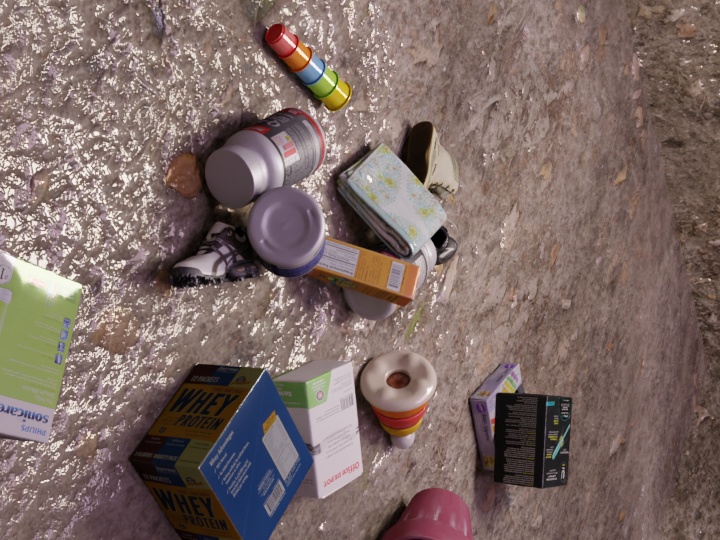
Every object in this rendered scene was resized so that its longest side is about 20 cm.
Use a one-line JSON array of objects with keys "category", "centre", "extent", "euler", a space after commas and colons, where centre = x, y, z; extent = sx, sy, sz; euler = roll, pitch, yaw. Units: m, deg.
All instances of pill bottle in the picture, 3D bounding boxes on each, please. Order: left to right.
[{"category": "pill bottle", "centre": [-0.148, -0.176, 1.706], "extent": [0.200, 0.114, 0.117], "euler": [-38, 121, -52]}, {"category": "pill bottle", "centre": [-0.113, -0.053, 1.698], "extent": [0.200, 0.118, 0.122], "euler": [98, -3, -81]}, {"category": "pill bottle", "centre": [0.059, 0.003, 2.034], "extent": [0.200, 0.115, 0.118], "euler": [-40, 122, -51]}]

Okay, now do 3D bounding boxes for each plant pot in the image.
[{"category": "plant pot", "centre": [0.141, 0.530, 2.106], "extent": [0.180, 0.197, 0.202], "euler": [-66, 142, -57]}]

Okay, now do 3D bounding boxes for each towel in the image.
[{"category": "towel", "centre": [0.062, -0.133, 2.020], "extent": [0.200, 0.048, 0.171], "euler": [48, 42, -2]}]

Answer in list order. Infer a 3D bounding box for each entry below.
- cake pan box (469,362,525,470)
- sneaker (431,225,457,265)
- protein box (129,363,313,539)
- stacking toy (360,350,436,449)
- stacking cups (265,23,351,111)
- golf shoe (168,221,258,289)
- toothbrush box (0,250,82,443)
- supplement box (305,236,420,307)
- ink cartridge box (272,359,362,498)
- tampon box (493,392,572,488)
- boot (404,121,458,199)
[{"category": "cake pan box", "centre": [0.327, 0.336, 2.515], "extent": [0.200, 0.052, 0.187], "euler": [-35, 121, -52]}, {"category": "sneaker", "centre": [0.149, -0.053, 2.206], "extent": [0.199, 0.083, 0.078], "euler": [12, 80, -57]}, {"category": "protein box", "centre": [-0.198, 0.280, 1.604], "extent": [0.199, 0.133, 0.202], "euler": [-57, 135, -40]}, {"category": "stacking toy", "centre": [0.077, 0.266, 2.081], "extent": [0.202, 0.144, 0.147], "euler": [84, 28, -43]}, {"category": "stacking cups", "centre": [-0.093, -0.346, 1.857], "extent": [0.199, 0.060, 0.061], "euler": [34, 61, -48]}, {"category": "golf shoe", "centre": [-0.228, -0.023, 1.627], "extent": [0.200, 0.077, 0.096], "euler": [-12, 95, -67]}, {"category": "toothbrush box", "centre": [-0.429, 0.091, 1.288], "extent": [0.145, 0.085, 0.203], "euler": [29, 65, -54]}, {"category": "supplement box", "centre": [0.000, 0.000, 1.881], "extent": [0.197, 0.067, 0.070], "euler": [19, 72, -9]}, {"category": "ink cartridge box", "centre": [-0.073, 0.268, 1.849], "extent": [0.145, 0.083, 0.203], "euler": [-17, 104, -56]}, {"category": "tampon box", "centre": [0.390, 0.382, 2.453], "extent": [0.149, 0.125, 0.203], "euler": [12, 81, -56]}, {"category": "boot", "centre": [0.140, -0.180, 2.208], "extent": [0.155, 0.071, 0.203], "euler": [44, 53, -51]}]
